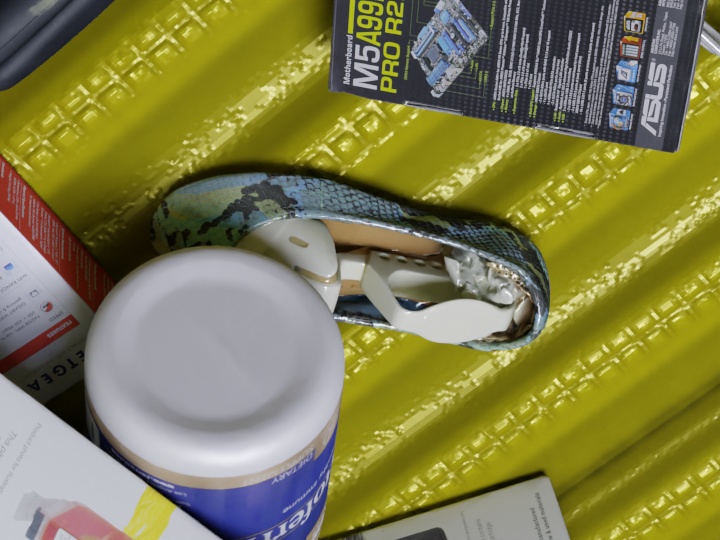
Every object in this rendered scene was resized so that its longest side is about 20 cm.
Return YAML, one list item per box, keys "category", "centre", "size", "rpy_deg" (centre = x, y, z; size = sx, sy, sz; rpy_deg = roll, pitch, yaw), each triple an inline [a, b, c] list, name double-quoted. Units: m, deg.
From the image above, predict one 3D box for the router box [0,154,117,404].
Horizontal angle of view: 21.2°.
- category: "router box"
  centre: [-0.240, 0.017, 0.896]
  size: [0.199, 0.049, 0.180]
  rpy_deg: [-31, 123, 12]

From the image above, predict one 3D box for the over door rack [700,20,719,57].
- category: "over door rack"
  centre: [0.236, -0.117, 0.847]
  size: [0.200, 0.067, 0.148]
  rpy_deg: [44, 111, 1]

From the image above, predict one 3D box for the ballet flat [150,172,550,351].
- category: "ballet flat"
  centre: [0.000, 0.000, 0.912]
  size: [0.198, 0.074, 0.075]
  rpy_deg: [6, 123, -13]

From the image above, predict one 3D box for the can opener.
- category: "can opener"
  centre: [-0.103, -0.146, 0.813]
  size: [0.200, 0.079, 0.063]
  rpy_deg: [-46, 157, 24]

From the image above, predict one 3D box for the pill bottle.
- category: "pill bottle"
  centre: [-0.071, 0.089, 0.906]
  size: [0.115, 0.116, 0.201]
  rpy_deg: [-2, 145, -8]

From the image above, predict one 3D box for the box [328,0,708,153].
- category: "box"
  centre: [0.072, -0.158, 0.801]
  size: [0.159, 0.044, 0.201]
  rpy_deg: [11, 123, 10]

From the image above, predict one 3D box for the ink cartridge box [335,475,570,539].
- category: "ink cartridge box"
  centre: [0.031, 0.215, 1.050]
  size: [0.198, 0.084, 0.146]
  rpy_deg: [-18, 125, 3]

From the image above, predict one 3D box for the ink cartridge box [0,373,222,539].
- category: "ink cartridge box"
  centre: [-0.149, 0.132, 0.836]
  size: [0.200, 0.084, 0.145]
  rpy_deg: [40, 144, -18]
